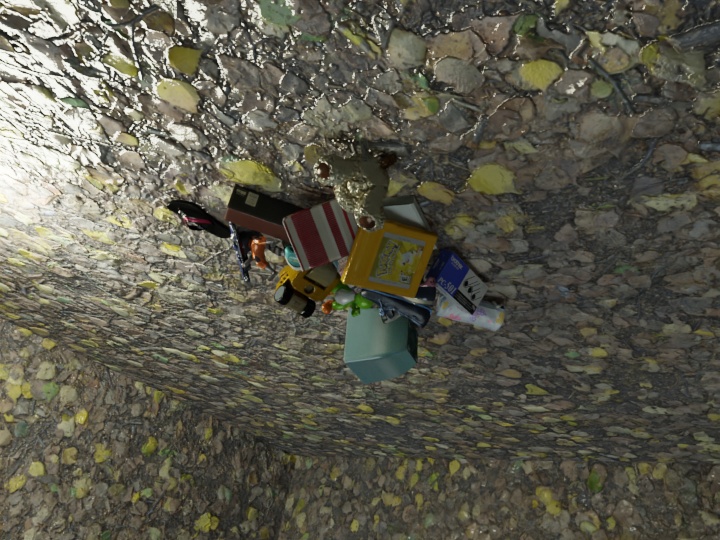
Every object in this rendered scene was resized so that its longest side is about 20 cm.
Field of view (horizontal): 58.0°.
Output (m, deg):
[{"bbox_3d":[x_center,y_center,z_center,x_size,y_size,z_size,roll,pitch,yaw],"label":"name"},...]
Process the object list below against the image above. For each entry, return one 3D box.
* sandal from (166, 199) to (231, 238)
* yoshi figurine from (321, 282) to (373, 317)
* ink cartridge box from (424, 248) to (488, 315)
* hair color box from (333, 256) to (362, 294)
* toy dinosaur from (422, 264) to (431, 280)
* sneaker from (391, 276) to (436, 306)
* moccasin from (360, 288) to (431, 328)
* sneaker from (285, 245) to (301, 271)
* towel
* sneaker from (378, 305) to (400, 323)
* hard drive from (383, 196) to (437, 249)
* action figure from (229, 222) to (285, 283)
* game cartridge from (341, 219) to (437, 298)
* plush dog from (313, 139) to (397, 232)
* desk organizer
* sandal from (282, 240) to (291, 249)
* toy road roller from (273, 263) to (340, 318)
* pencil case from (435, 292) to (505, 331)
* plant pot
[{"bbox_3d":[-0.440,-0.132,1.780,0.200,0.045,0.075,33,146,-33],"label":"sandal"},{"bbox_3d":[-0.029,0.080,1.943,0.199,0.112,0.112,-6,140,25],"label":"yoshi figurine"},{"bbox_3d":[0.261,0.033,1.745,0.044,0.094,0.200,22,166,49],"label":"ink cartridge box"},{"bbox_3d":[0.000,0.000,1.729,0.100,0.061,0.200,-31,165,1],"label":"hair color box"},{"bbox_3d":[0.140,0.035,1.795,0.077,0.103,0.200,31,148,-32],"label":"toy dinosaur"},{"bbox_3d":[0.122,0.033,1.711,0.200,0.082,0.070,19,-171,41],"label":"sneaker"},{"bbox_3d":[0.090,0.100,1.745,0.200,0.068,0.080,20,-176,13],"label":"moccasin"},{"bbox_3d":[-0.099,-0.066,1.663,0.200,0.078,0.080,-26,134,-3],"label":"sneaker"},{"bbox_3d":[-0.071,-0.095,1.560,0.199,0.023,0.144,-21,108,-1],"label":"towel"},{"bbox_3d":[0.127,0.098,1.892,0.115,0.076,0.200,-14,-177,20],"label":"sneaker"},{"bbox_3d":[0.103,-0.113,1.623,0.132,0.026,0.200,-2,149,24],"label":"hard drive"},{"bbox_3d":[-0.281,-0.049,1.767,0.193,0.104,0.200,36,143,37],"label":"action figure"},{"bbox_3d":[0.071,-0.031,1.581,0.199,0.177,0.032,12,-162,-25],"label":"game cartridge"},{"bbox_3d":[-0.006,-0.186,1.447,0.200,0.160,0.172,48,157,-6],"label":"plush dog"},{"bbox_3d":[-0.241,-0.140,1.662,0.199,0.072,0.077,19,153,-12],"label":"desk organizer"},{"bbox_3d":[-0.110,-0.064,1.745,0.199,0.082,0.055,5,169,8],"label":"sandal"},{"bbox_3d":[-0.168,0.025,1.913,0.123,0.146,0.200,32,108,-32],"label":"toy road roller"},{"bbox_3d":[0.318,0.113,1.886,0.199,0.083,0.091,14,154,-3],"label":"pencil case"},{"bbox_3d":[0.079,0.238,2.108,0.199,0.196,0.196,-8,146,19],"label":"plant pot"}]
